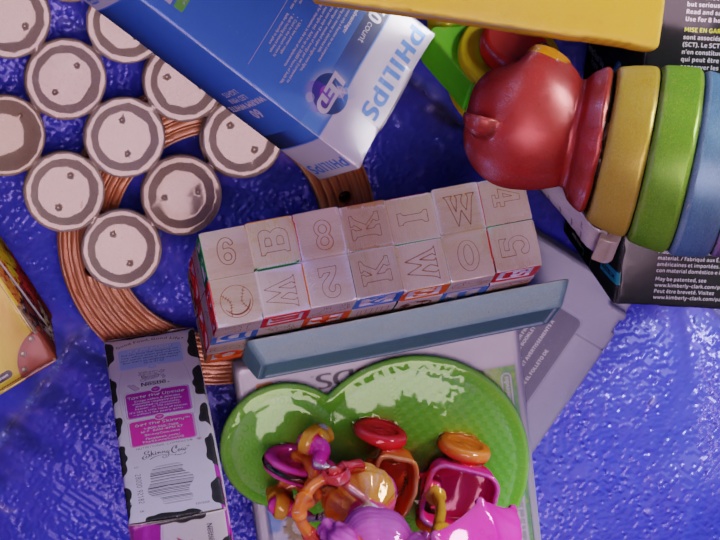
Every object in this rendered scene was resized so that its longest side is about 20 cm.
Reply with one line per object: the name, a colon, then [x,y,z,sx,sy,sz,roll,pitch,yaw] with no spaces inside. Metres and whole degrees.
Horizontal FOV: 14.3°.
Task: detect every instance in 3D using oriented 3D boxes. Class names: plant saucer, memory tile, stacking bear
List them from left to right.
memory tile: [-0.160,-0.099,1.730,0.153,0.017,0.200,-43,102,4]
plant saucer: [0.028,0.037,1.747,0.199,0.070,0.019,-12,80,-7]
stacking bear: [0.156,-0.071,1.611,0.199,0.121,0.114,12,100,2]

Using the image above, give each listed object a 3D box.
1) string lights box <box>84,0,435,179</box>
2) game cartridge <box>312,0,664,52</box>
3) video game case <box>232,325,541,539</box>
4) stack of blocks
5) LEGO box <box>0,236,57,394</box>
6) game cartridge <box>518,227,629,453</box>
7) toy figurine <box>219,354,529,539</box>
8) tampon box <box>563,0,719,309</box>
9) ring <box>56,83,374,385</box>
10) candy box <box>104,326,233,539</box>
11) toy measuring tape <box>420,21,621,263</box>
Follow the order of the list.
string lights box: [-0.064,-0.154,1.700,0.200,0.059,0.103,37,69,-19]
game cartridge: [0.081,-0.223,1.607,0.199,0.032,0.177,8,90,-10]
video game case: [0.021,0.136,1.818,0.181,0.022,0.201,-9,110,-6]
stack of blocks: [0.000,0.000,1.730,0.199,0.115,0.059,-11,79,-9]
LEGO box: [-0.306,0.034,1.734,0.199,0.077,0.149,-31,111,2]
game cartridge: [0.069,0.062,1.831,0.133,0.042,0.200,32,101,-14]
toy figurine: [0.021,0.146,1.713,0.199,0.184,0.151,12,105,-12]
tampon box: [0.209,-0.093,1.739,0.125,0.150,0.201,3,108,-9]
ring: [-0.089,-0.025,1.783,0.199,0.019,0.202,-3,110,-9]
candy box: [-0.110,0.145,1.729,0.061,0.200,0.137,-9,122,-5]
toy measuring tape: [0.110,-0.093,1.730,0.074,0.074,0.200,-41,67,6]
